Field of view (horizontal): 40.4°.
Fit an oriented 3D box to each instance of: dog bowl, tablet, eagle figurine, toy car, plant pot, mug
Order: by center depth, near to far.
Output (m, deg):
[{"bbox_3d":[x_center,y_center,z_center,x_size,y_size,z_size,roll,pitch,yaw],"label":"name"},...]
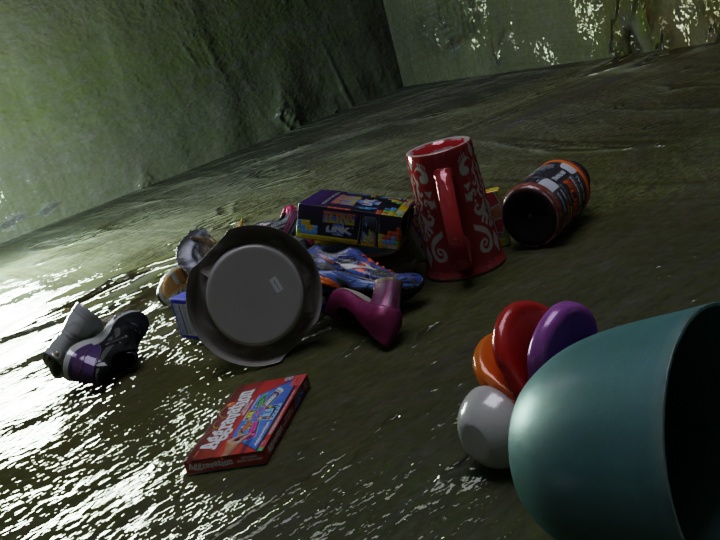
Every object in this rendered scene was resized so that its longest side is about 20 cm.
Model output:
[{"bbox_3d":[0.210,0.134,0.739,0.160,0.203,0.200,-11,14,47],"label":"plant pot"},{"bbox_3d":[0.189,0.100,0.930,0.174,0.152,0.198,-26,19,-35],"label":"toy car"},{"bbox_3d":[-0.151,0.035,1.418,0.197,0.203,0.059,-16,2,0],"label":"dog bowl"},{"bbox_3d":[0.155,-0.098,1.538,0.132,0.203,0.177,-20,16,-18],"label":"mug"},{"bbox_3d":[-0.036,-0.027,1.579,0.196,0.014,0.130,-9,13,9],"label":"tablet"},{"bbox_3d":[-0.245,-0.025,1.791,0.150,0.153,0.200,-39,10,-16],"label":"eagle figurine"}]

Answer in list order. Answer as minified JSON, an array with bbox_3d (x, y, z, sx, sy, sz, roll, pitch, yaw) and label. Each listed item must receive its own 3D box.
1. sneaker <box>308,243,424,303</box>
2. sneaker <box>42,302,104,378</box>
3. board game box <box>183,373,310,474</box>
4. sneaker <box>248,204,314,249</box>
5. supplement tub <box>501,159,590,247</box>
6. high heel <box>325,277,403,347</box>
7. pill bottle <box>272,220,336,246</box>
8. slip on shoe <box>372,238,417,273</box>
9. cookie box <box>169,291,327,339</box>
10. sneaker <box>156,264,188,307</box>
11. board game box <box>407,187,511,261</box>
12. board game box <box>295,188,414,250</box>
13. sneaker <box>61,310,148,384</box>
[{"bbox_3d":[0.000,0.000,1.472,0.196,0.080,0.075,8,-17,5],"label":"sneaker"},{"bbox_3d":[-0.479,0.127,1.626,0.116,0.073,0.200,-57,-1,-16],"label":"sneaker"},{"bbox_3d":[-0.135,0.185,1.202,0.101,0.020,0.200,-13,16,16],"label":"board game box"},{"bbox_3d":[-0.174,-0.035,1.574,0.198,0.076,0.080,-28,11,-22],"label":"sneaker"},{"bbox_3d":[0.318,-0.121,1.630,0.106,0.109,0.200,-4,20,35],"label":"supplement tub"},{"bbox_3d":[-0.001,0.076,1.413,0.067,0.098,0.199,22,-22,-30],"label":"high heel"},{"bbox_3d":[-0.072,-0.054,1.714,0.196,0.111,0.109,-6,14,-10],"label":"pill bottle"},{"bbox_3d":[-0.004,-0.005,1.633,0.197,0.062,0.076,-17,16,-3],"label":"slip on shoe"},{"bbox_3d":[-0.179,0.052,1.580,0.198,0.076,0.170,2,21,45],"label":"cookie box"},{"bbox_3d":[-0.345,0.034,1.848,0.087,0.076,0.200,-26,8,19],"label":"sneaker"},{"bbox_3d":[0.148,-0.074,1.654,0.197,0.097,0.030,-9,17,22],"label":"board game box"},{"bbox_3d":[-0.003,-0.085,1.561,0.162,0.058,0.200,9,12,6],"label":"board game box"},{"bbox_3d":[-0.382,0.131,1.565,0.086,0.077,0.200,11,26,19],"label":"sneaker"}]
